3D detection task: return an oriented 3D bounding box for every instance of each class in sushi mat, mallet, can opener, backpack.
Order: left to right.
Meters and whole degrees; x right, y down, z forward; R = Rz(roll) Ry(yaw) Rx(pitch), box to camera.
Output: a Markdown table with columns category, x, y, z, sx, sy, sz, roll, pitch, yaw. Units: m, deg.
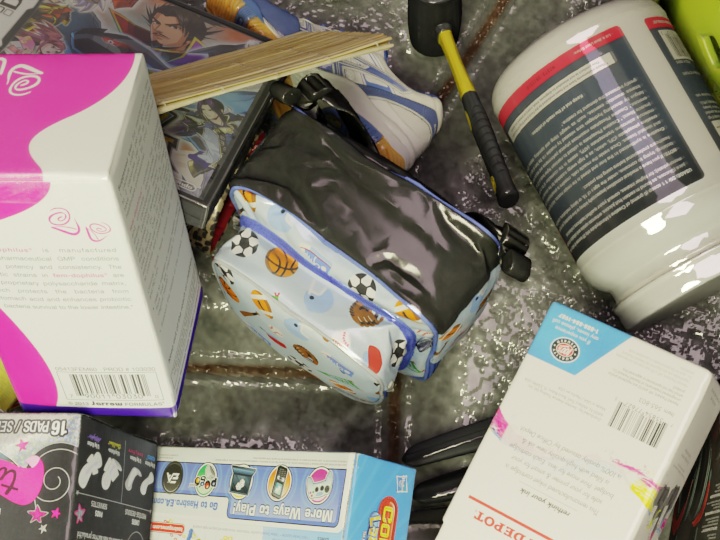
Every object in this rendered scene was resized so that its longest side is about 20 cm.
| category | x | y | z | sx | sy | sz | roll | pitch | yaw |
| --- | --- | --- | --- | --- | --- | --- | --- | --- | --- |
| sushi mat | -0.081 | -0.126 | 0.853 | 0.199 | 0.095 | 0.012 | -22 | 112 | -36 |
| backpack | 0.000 | 0.000 | 0.893 | 0.200 | 0.191 | 0.154 | 40 | 84 | 13 |
| mallet | 0.075 | -0.135 | 0.955 | 0.041 | 0.066 | 0.201 | -14 | 51 | -6 |
| can opener | 0.127 | 0.118 | 0.933 | 0.198 | 0.079 | 0.064 | -10 | 84 | 6 |

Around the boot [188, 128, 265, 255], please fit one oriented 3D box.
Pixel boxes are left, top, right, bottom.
| category | x | y | z | sx | sy | sz | roll | pitch | yaw |
| --- | --- | --- | --- | --- | --- | --- | --- | --- | --- |
| boot | -0.140 | -0.120 | 0.978 | 0.150 | 0.073 | 0.201 | 23 | 80 | 5 |

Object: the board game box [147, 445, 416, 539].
| category | x | y | z | sx | sy | sz | roll | pitch | yaw |
| --- | --- | --- | --- | --- | --- | --- | --- | --- | --- |
| board game box | -0.067 | 0.214 | 0.843 | 0.056 | 0.199 | 0.198 | 21 | 71 | -42 |

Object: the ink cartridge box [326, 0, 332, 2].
| category | x | y | z | sx | sy | sz | roll | pitch | yaw |
| --- | --- | --- | --- | --- | --- | --- | --- | --- | --- |
| ink cartridge box | -0.038 | -0.332 | 1.029 | 0.146 | 0.083 | 0.200 | -43 | 80 | -11 |

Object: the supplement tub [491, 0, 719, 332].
| category | x | y | z | sx | sy | sz | roll | pitch | yaw |
| --- | --- | --- | --- | --- | --- | --- | --- | --- | --- |
| supplement tub | 0.192 | -0.074 | 0.940 | 0.139 | 0.140 | 0.201 | -25 | 77 | -7 |

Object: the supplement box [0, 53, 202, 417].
| category | x | y | z | sx | sy | sz | roll | pitch | yaw |
| --- | --- | --- | --- | --- | --- | --- | --- | --- | --- |
| supplement box | -0.161 | -0.016 | 0.769 | 0.100 | 0.201 | 0.104 | 1 | 49 | 6 |

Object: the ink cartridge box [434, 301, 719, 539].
| category | x | y | z | sx | sy | sz | roll | pitch | yaw |
| --- | --- | --- | --- | --- | --- | --- | --- | --- | --- |
| ink cartridge box | 0.134 | 0.138 | 0.853 | 0.115 | 0.068 | 0.201 | 25 | 82 | 28 |

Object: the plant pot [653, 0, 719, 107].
| category | x | y | z | sx | sy | sz | roll | pitch | yaw |
| --- | --- | --- | --- | --- | --- | --- | --- | --- | --- |
| plant pot | 0.312 | -0.209 | 0.954 | 0.199 | 0.200 | 0.182 | -39 | 72 | -10 |

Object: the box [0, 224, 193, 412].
| category | x | y | z | sx | sy | sz | roll | pitch | yaw |
| --- | --- | --- | --- | --- | --- | --- | --- | --- | --- |
| box | -0.182 | 0.005 | 0.913 | 0.050 | 0.075 | 0.200 | 44 | 97 | 2 |

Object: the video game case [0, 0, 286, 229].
| category | x | y | z | sx | sy | sz | roll | pitch | yaw |
| --- | --- | --- | --- | --- | --- | --- | --- | --- | --- |
| video game case | -0.162 | -0.127 | 0.882 | 0.199 | 0.026 | 0.181 | 22 | 44 | 0 |

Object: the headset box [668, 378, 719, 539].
| category | x | y | z | sx | sy | sz | roll | pitch | yaw |
| --- | --- | --- | --- | --- | --- | --- | --- | --- | --- |
| headset box | 0.252 | 0.173 | 0.876 | 0.074 | 0.149 | 0.202 | 13 | 76 | 3 |

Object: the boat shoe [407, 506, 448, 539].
| category | x | y | z | sx | sy | sz | roll | pitch | yaw |
| --- | --- | --- | --- | --- | --- | --- | --- | --- | --- |
| boat shoe | 0.101 | 0.203 | 0.911 | 0.200 | 0.063 | 0.074 | 12 | 78 | 3 |

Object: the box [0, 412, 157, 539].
| category | x | y | z | sx | sy | sz | roll | pitch | yaw |
| --- | --- | --- | --- | --- | --- | --- | --- | --- | --- |
| box | -0.247 | 0.155 | 0.854 | 0.198 | 0.132 | 0.116 | -2 | 75 | 14 |

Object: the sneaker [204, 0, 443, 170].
| category | x | y | z | sx | sy | sz | roll | pitch | yaw |
| --- | --- | --- | --- | --- | --- | --- | --- | --- | --- |
| sneaker | -0.027 | -0.147 | 1.000 | 0.200 | 0.075 | 0.088 | 43 | 58 | 9 |
